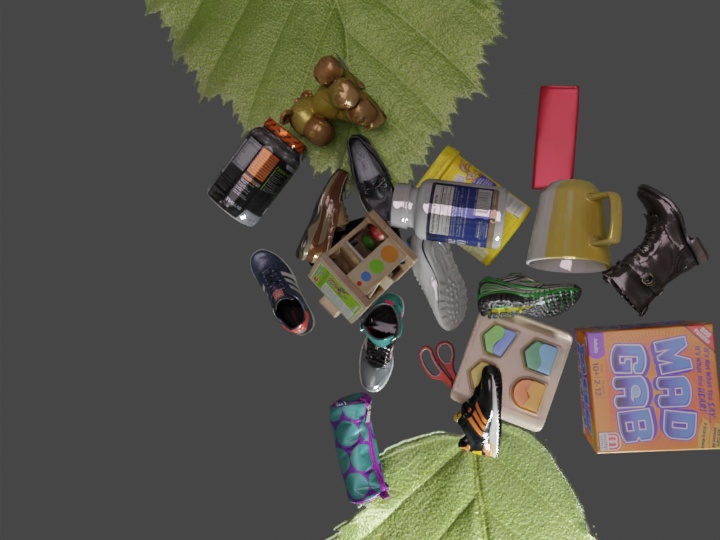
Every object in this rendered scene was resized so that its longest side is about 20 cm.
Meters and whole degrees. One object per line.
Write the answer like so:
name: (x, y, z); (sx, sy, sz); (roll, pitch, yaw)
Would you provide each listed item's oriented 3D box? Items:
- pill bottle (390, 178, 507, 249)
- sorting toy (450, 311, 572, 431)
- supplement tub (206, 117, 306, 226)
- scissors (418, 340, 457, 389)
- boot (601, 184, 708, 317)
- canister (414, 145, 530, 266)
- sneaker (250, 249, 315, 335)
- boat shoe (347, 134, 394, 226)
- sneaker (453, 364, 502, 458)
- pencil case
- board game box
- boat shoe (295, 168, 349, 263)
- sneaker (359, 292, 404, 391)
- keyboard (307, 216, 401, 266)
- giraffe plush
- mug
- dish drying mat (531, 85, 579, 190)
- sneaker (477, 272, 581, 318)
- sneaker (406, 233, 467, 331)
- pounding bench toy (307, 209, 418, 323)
pill bottle: (0.158, -0.105, 1.299); (0.199, 0.111, 0.112); (8, 90, 10)
sorting toy: (0.288, 0.185, 1.380); (0.184, 0.036, 0.201); (20, 90, 9)
supplement tub: (-0.205, -0.200, 1.455); (0.122, 0.123, 0.200); (40, 95, 10)
scissors: (0.184, 0.231, 1.419); (0.073, 0.014, 0.201); (-28, 84, 6)
boot: (0.519, -0.037, 1.331); (0.174, 0.069, 0.200); (-35, 84, 7)
canister: (0.206, -0.121, 1.389); (0.200, 0.087, 0.149); (38, 96, 9)
sneaker: (-0.162, 0.041, 1.457); (0.075, 0.084, 0.200); (-38, 81, 8)
boat shoe: (0.022, -0.182, 1.431); (0.074, 0.066, 0.201); (-18, 79, 9)
sneaker: (0.217, 0.264, 1.349); (0.089, 0.070, 0.201); (2, 119, 15)
pencil case: (-0.002, 0.345, 1.413); (0.092, 0.085, 0.201); (-15, 85, 37)
board game box: (0.492, 0.196, 1.262); (0.199, 0.200, 0.201); (-5, 86, 11)
boat shoe: (-0.062, -0.102, 1.446); (0.074, 0.076, 0.201); (24, 79, -6)
sneaker: (0.036, 0.142, 1.395); (0.083, 0.121, 0.201); (12, 91, 11)
keyboard: (-0.014, -0.048, 1.464); (0.199, 0.040, 0.105); (-16, 62, 11)
giraffe plush: (-0.071, -0.317, 1.409); (0.162, 0.172, 0.200); (-40, 46, 15)
mug: (0.399, -0.083, 1.318); (0.186, 0.149, 0.154); (-1, 78, 36)
dish drying mat: (0.377, -0.255, 1.394); (0.076, 0.018, 0.201); (5, 90, 12)
sneaker: (0.319, 0.036, 1.365); (0.199, 0.078, 0.086); (1, 52, -2)
sneaker: (0.147, 0.020, 1.409); (0.080, 0.076, 0.201); (-3, 104, 51)
pounding bench toy: (0.000, 0.000, 1.370); (0.156, 0.200, 0.124); (-42, 86, -22)
